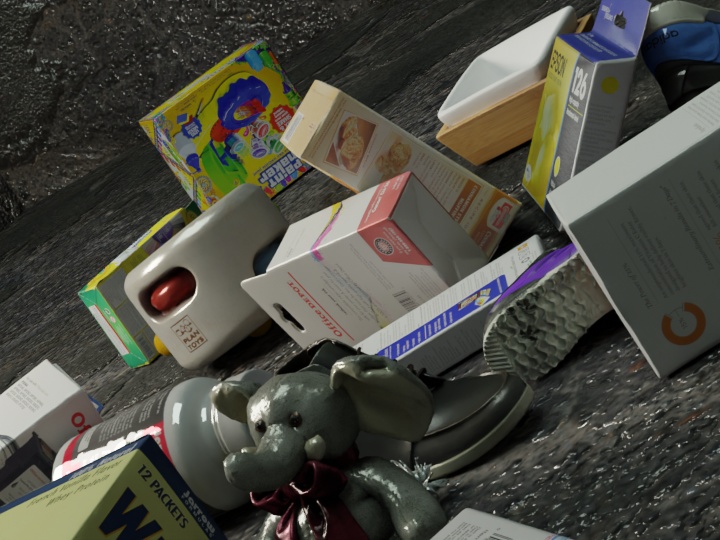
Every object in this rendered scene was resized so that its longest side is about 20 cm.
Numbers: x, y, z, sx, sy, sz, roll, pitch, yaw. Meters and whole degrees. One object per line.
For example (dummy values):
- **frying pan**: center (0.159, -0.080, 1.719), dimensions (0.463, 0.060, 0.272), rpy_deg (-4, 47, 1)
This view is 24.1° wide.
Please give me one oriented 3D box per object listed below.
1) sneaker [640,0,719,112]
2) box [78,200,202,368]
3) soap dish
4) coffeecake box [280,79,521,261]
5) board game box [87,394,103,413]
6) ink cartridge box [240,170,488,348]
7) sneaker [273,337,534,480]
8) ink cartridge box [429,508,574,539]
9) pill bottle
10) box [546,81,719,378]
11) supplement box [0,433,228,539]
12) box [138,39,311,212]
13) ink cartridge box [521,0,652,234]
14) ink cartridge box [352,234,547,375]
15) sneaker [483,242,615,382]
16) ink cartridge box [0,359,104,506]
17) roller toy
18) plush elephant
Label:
- **sneaker**: center (0.330, -0.171, 1.458), dimensions (0.199, 0.112, 0.077), rpy_deg (-2, -23, -36)
- **box**: center (-0.238, 0.012, 2.042), dimensions (0.048, 0.118, 0.200), rpy_deg (-16, 22, 48)
- **soap dish**: center (0.181, -0.204, 1.871), dimensions (0.157, 0.081, 0.200), rpy_deg (-26, 16, 30)
- **coffeecake box**: center (0.034, -0.092, 1.572), dimensions (0.073, 0.199, 0.154), rpy_deg (-59, 13, 3)
- **board game box**: center (-0.332, 0.218, 1.636), dimensions (0.136, 0.034, 0.200), rpy_deg (-56, -1, 35)
- **ink cartridge box**: center (0.000, 0.000, 1.515), dimensions (0.199, 0.117, 0.068), rpy_deg (-21, 31, 41)
- **sneaker**: center (0.023, 0.091, 1.197), dimensions (0.199, 0.107, 0.075), rpy_deg (-23, 18, 39)
- **ink cartridge box**: center (0.064, 0.199, 0.788), dimensions (0.145, 0.084, 0.200), rpy_deg (-39, 14, -18)
- **pill bottle**: center (-0.147, 0.153, 1.371), dimensions (0.199, 0.111, 0.111), rpy_deg (-27, 15, 29)
- **box**: center (0.242, -0.044, 1.107), dimensions (0.199, 0.125, 0.098), rpy_deg (-32, 14, 6)
- **supplement box**: center (-0.214, 0.249, 1.157), dimensions (0.199, 0.135, 0.200), rpy_deg (-27, 16, 28)
- **box**: center (-0.179, -0.197, 2.447), dimensions (0.200, 0.193, 0.122), rpy_deg (-38, 14, -13)
- **ink cartridge box**: center (0.195, -0.148, 1.478), dimensions (0.047, 0.202, 0.198), rpy_deg (8, 13, -5)
- **ink cartridge box**: center (0.073, 0.045, 1.385), dimensions (0.199, 0.037, 0.095), rpy_deg (-30, 15, 9)
- **sneaker**: center (0.172, -0.001, 1.241), dimensions (0.199, 0.070, 0.100), rpy_deg (-32, 12, 8)
- **ink cartridge box**: center (-0.300, 0.200, 1.470), dimensions (0.200, 0.145, 0.084), rpy_deg (-39, 32, -17)
- **roller toy**: center (-0.145, 0.013, 1.779), dimensions (0.200, 0.140, 0.182), rpy_deg (-38, 3, -5)
- **plush elephant**: center (-0.027, 0.134, 1.062), dimensions (0.164, 0.155, 0.200), rpy_deg (-24, 18, 36)
